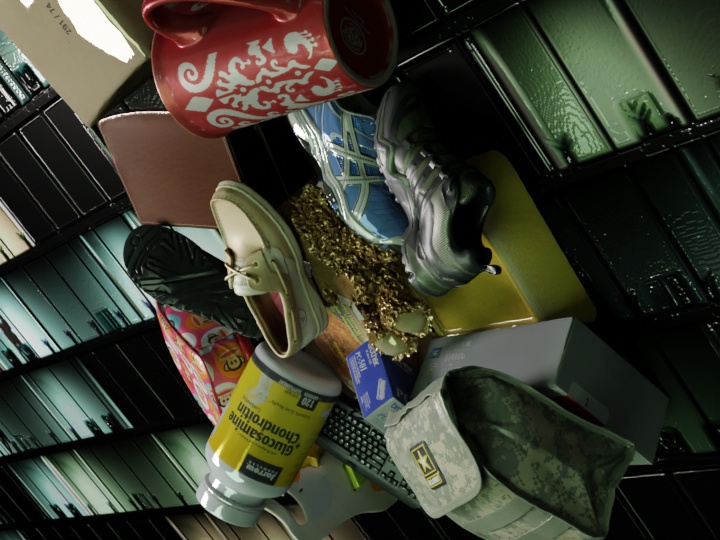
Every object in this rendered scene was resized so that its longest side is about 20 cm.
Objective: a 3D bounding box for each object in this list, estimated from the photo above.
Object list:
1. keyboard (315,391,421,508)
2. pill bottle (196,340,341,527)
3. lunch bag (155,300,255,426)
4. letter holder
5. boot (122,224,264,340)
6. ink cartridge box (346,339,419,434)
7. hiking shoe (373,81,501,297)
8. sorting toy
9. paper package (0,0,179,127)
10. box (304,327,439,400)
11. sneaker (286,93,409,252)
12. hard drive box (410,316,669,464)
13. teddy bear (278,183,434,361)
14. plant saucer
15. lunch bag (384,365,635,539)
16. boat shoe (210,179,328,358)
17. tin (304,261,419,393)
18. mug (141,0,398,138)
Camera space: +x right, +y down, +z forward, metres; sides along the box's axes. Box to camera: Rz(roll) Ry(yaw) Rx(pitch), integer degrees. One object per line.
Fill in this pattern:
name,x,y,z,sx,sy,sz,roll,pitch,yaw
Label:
keyboard,0.004,0.197,1.447,0.200,0.040,0.104,31,111,12
pill bottle,-0.112,0.191,1.419,0.112,0.112,0.201,30,100,18
lunch bag,-0.184,0.123,1.541,0.200,0.082,0.177,45,153,47
letter holder,-0.169,-0.130,1.313,0.199,0.101,0.143,4,127,41
boot,-0.164,0.020,1.406,0.200,0.077,0.168,28,180,8
ink cartridge box,0.070,0.159,1.312,0.044,0.094,0.200,-37,129,17
hiking shoe,0.079,-0.082,1.111,0.100,0.076,0.201,-18,84,39
sorting toy,-0.064,0.250,1.519,0.199,0.180,0.107,26,141,22
paper package,-0.288,-0.280,1.274,0.200,0.103,0.190,49,144,-8
box,0.010,0.091,1.424,0.163,0.021,0.200,30,141,18
sneaker,0.003,-0.107,1.164,0.077,0.076,0.200,-40,79,38
hard drive box,0.176,0.127,1.217,0.156,0.077,0.200,38,149,-27
teddy bear,0.000,0.000,1.234,0.200,0.067,0.145,40,150,26
plant saucer,0.106,-0.006,1.214,0.200,0.048,0.200,-12,117,50
lunch bag,0.124,0.177,1.137,0.199,0.118,0.164,29,153,-4
boat shoe,-0.099,0.003,1.232,0.074,0.069,0.200,0,129,44
tin,-0.008,0.062,1.363,0.112,0.042,0.200,-9,118,51
mug,-0.088,-0.199,1.102,0.199,0.177,0.134,-6,92,37
